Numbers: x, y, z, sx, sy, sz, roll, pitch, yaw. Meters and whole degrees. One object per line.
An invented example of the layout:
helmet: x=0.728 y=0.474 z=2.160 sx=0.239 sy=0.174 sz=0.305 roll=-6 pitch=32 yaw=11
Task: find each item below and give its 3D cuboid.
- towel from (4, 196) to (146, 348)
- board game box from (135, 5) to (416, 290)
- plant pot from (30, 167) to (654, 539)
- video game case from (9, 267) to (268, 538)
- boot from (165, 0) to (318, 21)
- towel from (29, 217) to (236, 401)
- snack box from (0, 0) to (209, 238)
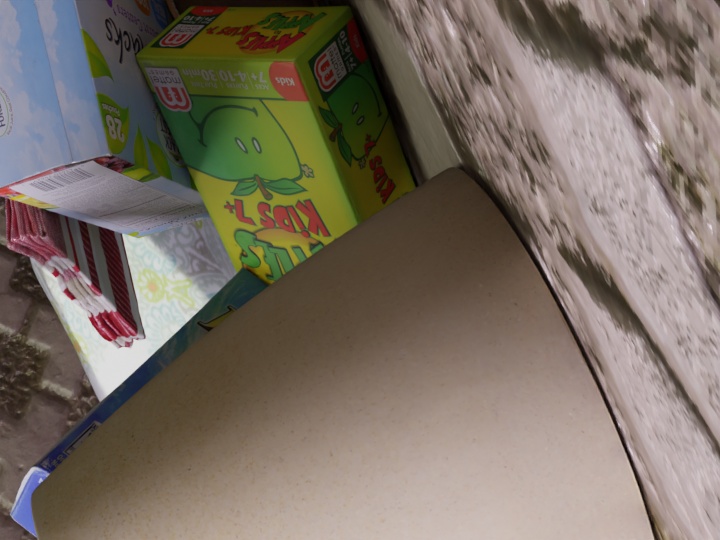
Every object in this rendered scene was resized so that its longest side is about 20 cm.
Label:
towel: x=-0.165 y=-0.047 z=0.869 sx=0.200 sy=0.023 sz=0.144 roll=69 pitch=-174 yaw=-70
board game box: x=-0.024 y=-0.033 z=0.786 sx=0.101 sy=0.048 sz=0.200 roll=7 pitch=133 yaw=37
plant pot: x=-0.016 y=0.086 z=0.613 sx=0.187 sy=0.200 sz=0.188 roll=156 pitch=90 yaw=-84
video game case: x=-0.028 y=0.110 z=0.744 sx=0.200 sy=0.181 sz=0.045 roll=36 pitch=129 yaw=6
boot: x=-0.073 y=-0.180 z=0.812 sx=0.075 sy=0.074 sz=0.200 roll=99 pitch=149 yaw=-68
towel: x=-0.112 y=0.029 z=0.996 sx=0.048 sy=0.200 sz=0.171 roll=-23 pitch=-93 yaw=-48
snack box: x=-0.136 y=-0.112 z=0.798 sx=0.200 sy=0.068 sz=0.169 roll=22 pitch=-127 yaw=-76
